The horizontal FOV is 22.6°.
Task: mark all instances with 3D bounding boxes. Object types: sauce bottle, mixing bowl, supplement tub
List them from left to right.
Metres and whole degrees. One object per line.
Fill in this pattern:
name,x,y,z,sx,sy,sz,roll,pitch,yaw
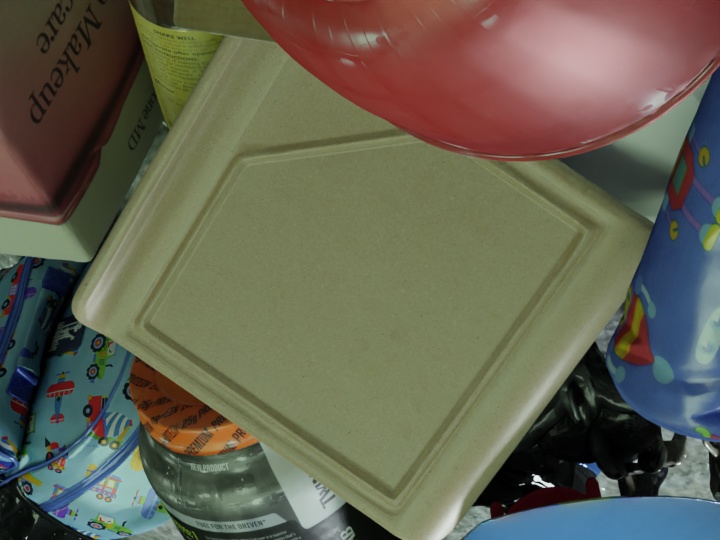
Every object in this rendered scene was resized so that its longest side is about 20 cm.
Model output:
sauce bottle,-0.070,-0.122,0.783,0.064,0.065,0.200,16,152,14
supplement tub,-0.035,0.108,0.914,0.122,0.123,0.200,6,139,30
mixing bowl,0.022,-0.130,0.544,0.199,0.201,0.108,4,-171,32

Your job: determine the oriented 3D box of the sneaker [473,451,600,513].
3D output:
sneaker,0.056,0.065,0.958,0.200,0.112,0.077,40,147,-28

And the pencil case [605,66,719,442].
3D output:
pencil case,0.156,-0.026,0.654,0.086,0.078,0.201,16,124,2

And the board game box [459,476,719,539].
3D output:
board game box,0.099,0.135,0.882,0.157,0.039,0.200,7,146,-22

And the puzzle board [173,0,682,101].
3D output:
puzzle board,0.025,-0.146,0.612,0.199,0.151,0.017,12,-167,29

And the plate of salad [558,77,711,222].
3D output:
plate of salad,0.093,-0.079,0.748,0.199,0.048,0.200,20,158,8

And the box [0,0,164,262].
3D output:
box,-0.180,-0.114,0.812,0.109,0.128,0.200,7,148,26

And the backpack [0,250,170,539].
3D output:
backpack,-0.149,0.064,1.036,0.134,0.183,0.200,31,148,-27

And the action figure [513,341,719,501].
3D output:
action figure,0.125,0.059,0.884,0.118,0.102,0.200,-20,151,20

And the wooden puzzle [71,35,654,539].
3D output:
wooden puzzle,0.000,0.000,0.776,0.200,0.037,0.185,32,114,-3
